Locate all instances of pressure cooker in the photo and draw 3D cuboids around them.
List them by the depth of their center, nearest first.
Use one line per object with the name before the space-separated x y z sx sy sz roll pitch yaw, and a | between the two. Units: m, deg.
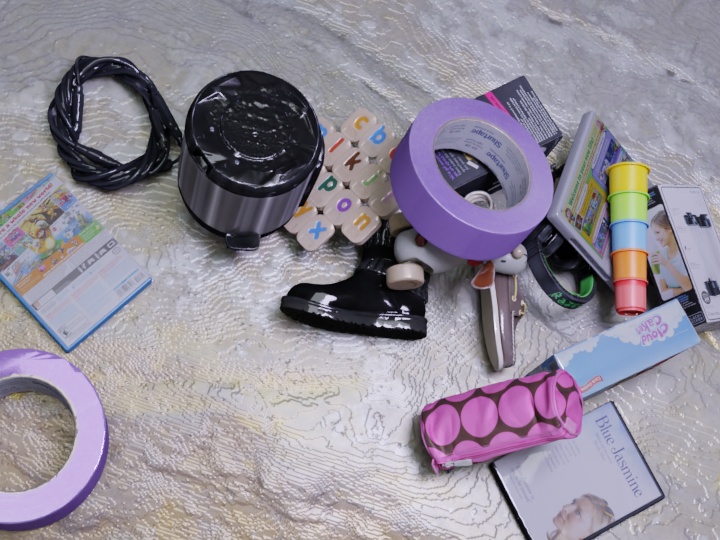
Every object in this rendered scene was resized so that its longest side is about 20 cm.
pressure cooker | -0.148 -0.138 1.318 0.178 0.200 0.176 42 63 5

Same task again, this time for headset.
headset | 0.277 -0.048 1.403 0.123 0.094 0.202 19 50 -37

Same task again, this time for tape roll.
tape roll | -0.399 0.198 1.209 0.197 0.066 0.203 4 70 -10
tape roll | 0.138 -0.115 1.279 0.197 0.066 0.202 12 56 -18

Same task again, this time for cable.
cable | -0.340 -0.203 1.395 0.162 0.051 0.202 -28 79 -14

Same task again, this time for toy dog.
toy dog | 0.124 -0.032 1.310 0.198 0.096 0.133 -19 82 -19

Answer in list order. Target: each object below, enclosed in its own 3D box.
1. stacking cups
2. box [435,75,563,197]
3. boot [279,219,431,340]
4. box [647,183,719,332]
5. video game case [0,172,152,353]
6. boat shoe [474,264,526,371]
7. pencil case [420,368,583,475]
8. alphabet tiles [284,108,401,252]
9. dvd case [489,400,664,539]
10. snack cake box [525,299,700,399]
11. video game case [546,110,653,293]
stacking cups | 0.357 -0.041 1.382 0.060 0.061 0.203 8 76 -8
box | 0.160 -0.165 1.428 0.198 0.122 0.107 -26 77 -18
boot | 0.000 0.001 1.357 0.208 0.079 0.160 9 74 -18
box | 0.454 -0.017 1.432 0.116 0.060 0.203 -4 73 -42
video game case | -0.387 -0.012 1.325 0.200 0.018 0.143 45 69 8
boat shoe | 0.193 0.037 1.388 0.059 0.072 0.203 -1 64 -8
pencil case | 0.174 0.188 1.267 0.091 0.198 0.094 54 29 -27
alphabet tiles | -0.030 -0.122 1.383 0.196 0.015 0.200 -44 58 -3
dvd case | 0.284 0.275 1.341 0.198 0.018 0.144 -23 74 -18
snack cake box | 0.331 0.117 1.357 0.198 0.115 0.068 -21 75 -18
video game case | 0.343 -0.091 1.429 0.182 0.022 0.201 43 54 -25
